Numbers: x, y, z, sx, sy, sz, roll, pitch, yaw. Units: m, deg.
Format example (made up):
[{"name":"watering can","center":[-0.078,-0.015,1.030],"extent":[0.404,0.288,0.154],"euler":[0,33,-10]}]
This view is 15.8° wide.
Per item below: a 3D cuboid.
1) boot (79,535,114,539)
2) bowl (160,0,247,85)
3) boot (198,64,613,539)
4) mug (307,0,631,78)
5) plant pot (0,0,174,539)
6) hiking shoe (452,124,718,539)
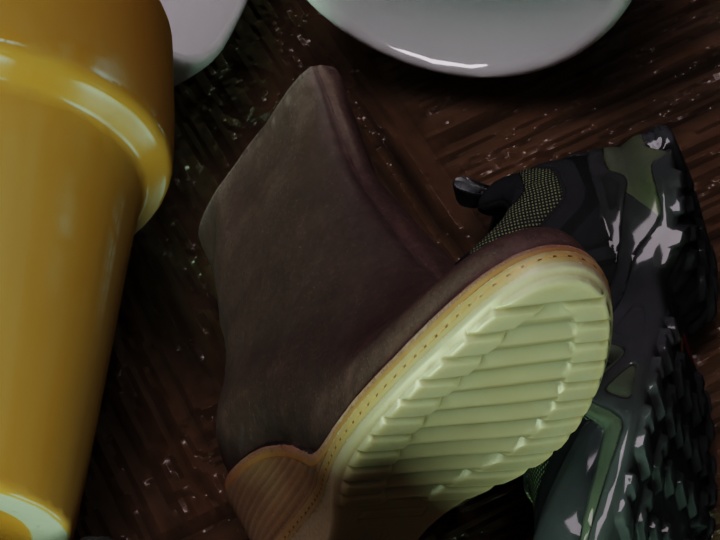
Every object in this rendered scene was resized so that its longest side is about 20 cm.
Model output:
[{"name":"boot","center":[-0.142,0.131,0.804],"extent":[0.211,0.079,0.158],"euler":[38,73,24]},{"name":"bowl","center":[-0.132,-0.159,0.985],"extent":[0.075,0.200,0.200],"euler":[-38,23,31]},{"name":"boot","center":[0.000,0.000,0.809],"extent":[0.072,0.200,0.167],"euler":[3,55,-27]},{"name":"mug","center":[0.033,-0.196,0.975],"extent":[0.200,0.148,0.176],"euler":[31,45,-7]},{"name":"plant pot","center":[-0.159,0.004,0.857],"extent":[0.200,0.200,0.184],"euler":[-8,64,7]},{"name":"hiking shoe","center":[0.062,0.040,0.850],"extent":[0.100,0.076,0.200],"euler":[-10,41,21]}]
